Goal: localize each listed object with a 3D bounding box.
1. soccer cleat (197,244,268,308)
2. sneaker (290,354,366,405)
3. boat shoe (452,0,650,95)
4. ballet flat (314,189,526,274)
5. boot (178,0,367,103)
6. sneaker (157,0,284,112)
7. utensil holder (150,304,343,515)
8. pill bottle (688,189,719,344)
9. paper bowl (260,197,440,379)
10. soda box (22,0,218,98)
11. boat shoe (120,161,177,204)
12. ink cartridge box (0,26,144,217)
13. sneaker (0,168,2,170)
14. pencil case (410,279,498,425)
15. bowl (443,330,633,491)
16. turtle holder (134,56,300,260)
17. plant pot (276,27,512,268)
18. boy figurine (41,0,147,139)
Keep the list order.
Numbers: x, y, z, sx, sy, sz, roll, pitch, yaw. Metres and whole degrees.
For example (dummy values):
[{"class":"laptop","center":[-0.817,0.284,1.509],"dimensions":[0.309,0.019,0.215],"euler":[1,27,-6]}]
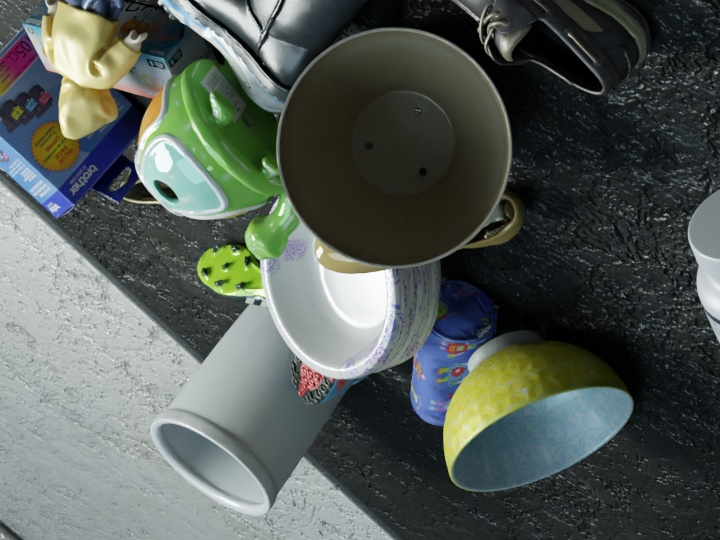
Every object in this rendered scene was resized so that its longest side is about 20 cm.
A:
[{"class":"soccer cleat","center":[-0.101,0.021,2.031],"dimensions":[0.199,0.068,0.081],"euler":[15,159,35]},{"class":"sneaker","center":[0.003,0.069,1.979],"dimensions":[0.200,0.095,0.080],"euler":[-44,69,41]},{"class":"boat shoe","center":[0.127,-0.202,1.400],"dimensions":[0.199,0.073,0.075],"euler":[27,151,18]},{"class":"ballet flat","center":[0.054,-0.042,1.643],"dimensions":[0.063,0.199,0.069],"euler":[138,119,-88]},{"class":"boot","center":[-0.079,-0.264,1.551],"dimensions":[0.200,0.076,0.168],"euler":[49,141,13]},{"class":"sneaker","center":[-0.120,-0.236,1.661],"dimensions":[0.200,0.072,0.072],"euler":[46,120,-5]},{"class":"utensil holder","center":[-0.122,0.158,2.116],"dimensions":[0.169,0.200,0.170],"euler":[28,152,16]},{"class":"pill bottle","center":[0.341,0.027,1.461],"dimensions":[0.115,0.116,0.200],"euler":[10,142,41]},{"class":"paper bowl","center":[0.000,0.000,1.778],"dimensions":[0.200,0.104,0.202],"euler":[16,113,43]},{"class":"soda box","center":[-0.242,-0.227,1.805],"dimensions":[0.199,0.064,0.069],"euler":[17,147,32]},{"class":"boat shoe","center":[-0.180,-0.095,1.938],"dimensions":[0.200,0.063,0.073],"euler":[10,143,42]},{"class":"ink cartridge box","center":[-0.326,-0.154,1.936],"dimensions":[0.200,0.137,0.076],"euler":[43,157,-13]},{"class":"sneaker","center":[-0.388,-0.142,2.081],"dimensions":[0.081,0.088,0.201],"euler":[12,144,39]},{"class":"pencil case","center":[0.098,0.086,1.884],"dimensions":[0.200,0.086,0.078],"euler":[94,161,-58]},{"class":"bowl","center":[0.163,0.126,1.802],"dimensions":[0.201,0.199,0.108],"euler":[94,157,-59]},{"class":"turtle holder","center":[-0.131,-0.110,1.726],"dimensions":[0.131,0.142,0.185],"euler":[-33,135,24]},{"class":"plant pot","center":[0.033,-0.110,1.566],"dimensions":[0.200,0.201,0.134],"euler":[37,-172,0]},{"class":"boy figurine","center":[-0.254,-0.222,1.720],"dimensions":[0.124,0.064,0.201],"euler":[17,114,30]}]
